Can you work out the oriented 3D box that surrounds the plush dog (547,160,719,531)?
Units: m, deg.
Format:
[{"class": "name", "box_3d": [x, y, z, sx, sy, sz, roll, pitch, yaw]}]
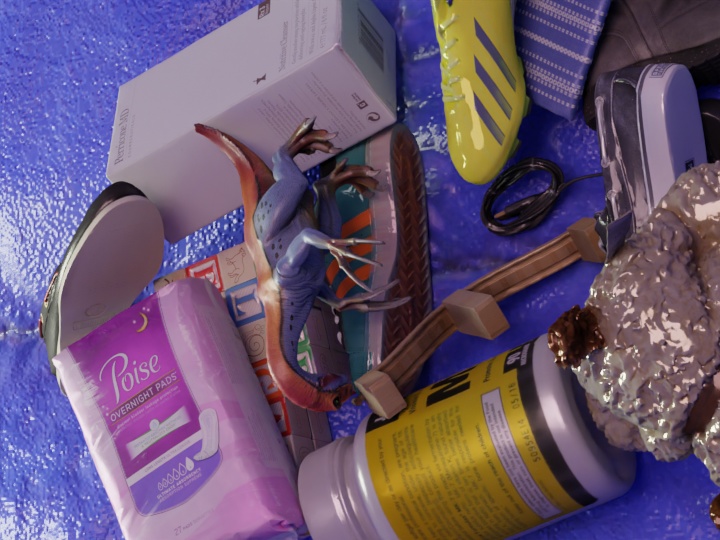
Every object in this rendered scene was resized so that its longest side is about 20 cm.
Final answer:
[{"class": "plush dog", "box_3d": [0.210, 0.059, 1.333, 0.171, 0.160, 0.201, 32, 115, 21]}]

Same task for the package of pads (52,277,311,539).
[{"class": "package of pads", "box_3d": [-0.116, 0.116, 1.549, 0.120, 0.076, 0.201, -32, 66, 17]}]

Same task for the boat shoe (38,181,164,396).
[{"class": "boat shoe", "box_3d": [-0.189, 0.006, 1.639, 0.063, 0.073, 0.202, 64, 150, 33]}]

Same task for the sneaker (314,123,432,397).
[{"class": "sneaker", "box_3d": [0.000, 0.000, 1.585, 0.080, 0.071, 0.201, -10, 67, 28]}]

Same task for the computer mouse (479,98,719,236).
[{"class": "computer mouse", "box_3d": [0.166, -0.068, 1.527, 0.199, 0.034, 0.059, -17, 107, 30]}]

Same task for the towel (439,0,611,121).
[{"class": "towel", "box_3d": [0.129, -0.216, 1.540, 0.145, 0.024, 0.201, 32, 109, 48]}]

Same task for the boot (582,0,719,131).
[{"class": "boot", "box_3d": [0.217, -0.183, 1.501, 0.199, 0.070, 0.132, -20, 67, 22]}]

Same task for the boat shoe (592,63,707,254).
[{"class": "boat shoe", "box_3d": [0.182, -0.030, 1.466, 0.067, 0.072, 0.201, -2, 101, 34]}]

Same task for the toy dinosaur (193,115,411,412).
[{"class": "toy dinosaur", "box_3d": [-0.040, 0.003, 1.496, 0.199, 0.105, 0.182, 3, 59, 36]}]

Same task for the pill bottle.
[{"class": "pill bottle", "box_3d": [0.067, 0.126, 1.490, 0.199, 0.114, 0.115, -25, 68, 22]}]

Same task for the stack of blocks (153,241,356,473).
[{"class": "stack of blocks", "box_3d": [-0.066, 0.085, 1.606, 0.115, 0.059, 0.201, -21, 70, 24]}]

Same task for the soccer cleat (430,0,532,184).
[{"class": "soccer cleat", "box_3d": [0.070, -0.158, 1.519, 0.065, 0.083, 0.201, 3, 87, 50]}]

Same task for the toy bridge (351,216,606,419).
[{"class": "toy bridge", "box_3d": [0.074, 0.029, 1.509, 0.200, 0.067, 0.027, -35, 104, -13]}]

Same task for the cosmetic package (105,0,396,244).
[{"class": "cosmetic package", "box_3d": [-0.076, -0.117, 1.619, 0.199, 0.081, 0.113, -27, 35, 20]}]
